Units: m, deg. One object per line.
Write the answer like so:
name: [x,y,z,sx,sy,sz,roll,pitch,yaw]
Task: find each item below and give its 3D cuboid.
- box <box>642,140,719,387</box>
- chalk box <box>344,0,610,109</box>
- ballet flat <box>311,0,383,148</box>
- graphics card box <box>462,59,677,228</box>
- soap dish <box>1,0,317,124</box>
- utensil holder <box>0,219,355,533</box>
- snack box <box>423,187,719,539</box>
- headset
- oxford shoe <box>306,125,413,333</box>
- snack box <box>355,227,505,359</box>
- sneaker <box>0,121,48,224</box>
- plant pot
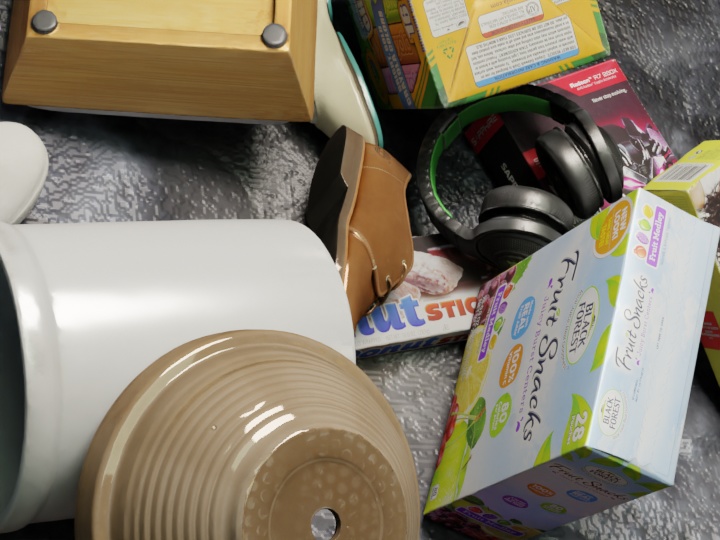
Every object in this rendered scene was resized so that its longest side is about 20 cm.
box: [0.262,0.016,1.334,0.075,0.050,0.201,-36,112,-28]
chalk box: [0.064,-0.183,1.330,0.124,0.200,0.125,-20,99,-12]
ballet flat: [-0.040,-0.156,1.341,0.069,0.070,0.201,-4,64,-27]
graphics card box: [0.174,-0.044,1.383,0.125,0.051,0.201,-20,74,-33]
soap dish: [-0.125,-0.178,1.262,0.198,0.081,0.159,3,63,-3]
utensil holder: [-0.124,0.053,1.115,0.198,0.170,0.171,-3,65,-28]
snack box: [0.126,0.064,1.193,0.067,0.200,0.170,24,63,-18]
headset: [0.130,-0.040,1.310,0.199,0.094,0.124,35,75,25]
oxford shoe: [0.000,0.000,1.234,0.071,0.071,0.201,24,54,-18]
snack box: [0.013,0.018,1.287,0.199,0.024,0.072,-9,69,-29]
sneaker: [-0.262,-0.046,1.151,0.199,0.089,0.075,-28,76,-35]
plant pot: [-0.039,0.131,1.014,0.199,0.092,0.203,2,86,-32]
